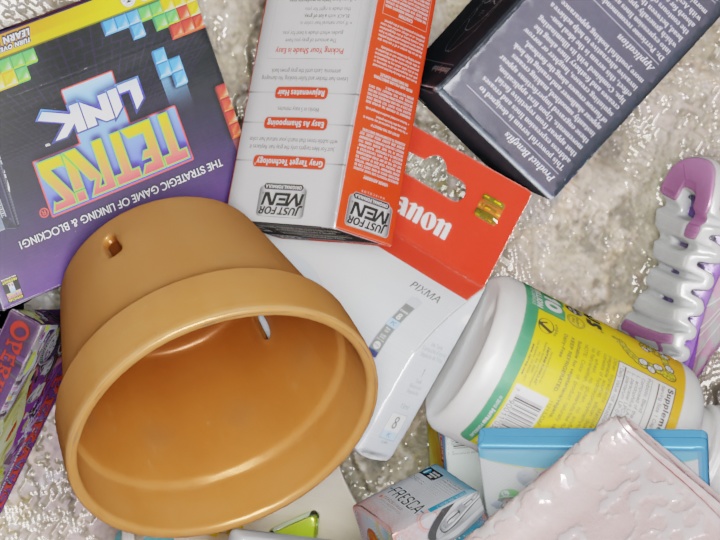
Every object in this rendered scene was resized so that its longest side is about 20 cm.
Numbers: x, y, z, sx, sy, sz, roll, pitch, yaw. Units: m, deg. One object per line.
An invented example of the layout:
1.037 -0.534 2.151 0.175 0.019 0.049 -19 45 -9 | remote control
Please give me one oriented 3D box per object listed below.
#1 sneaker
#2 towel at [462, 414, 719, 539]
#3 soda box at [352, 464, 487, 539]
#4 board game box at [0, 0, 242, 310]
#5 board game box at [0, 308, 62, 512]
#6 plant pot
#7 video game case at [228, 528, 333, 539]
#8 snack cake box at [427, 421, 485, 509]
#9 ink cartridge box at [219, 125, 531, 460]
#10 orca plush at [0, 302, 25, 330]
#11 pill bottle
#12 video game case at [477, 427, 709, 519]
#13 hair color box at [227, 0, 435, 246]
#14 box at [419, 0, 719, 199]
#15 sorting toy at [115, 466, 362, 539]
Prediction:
0.237 0.026 1.641 0.088 0.080 0.201 13 100 -29 | sneaker
0.147 0.203 1.483 0.200 0.032 0.191 -42 119 15 | towel
0.062 0.232 1.544 0.068 0.064 0.201 -25 113 -18 | soda box
-0.180 -0.087 1.536 0.199 0.057 0.166 -25 101 -25 | board game box
-0.244 0.119 1.555 0.032 0.120 0.201 26 94 4 | board game box
-0.104 0.049 1.483 0.199 0.140 0.201 -14 138 -13 | plant pot
-0.014 0.269 1.563 0.199 0.023 0.183 10 98 -28 | video game case
0.111 0.175 1.642 0.114 0.067 0.201 -5 99 -10 | snack cake box
0.000 0.000 1.562 0.047 0.160 0.201 22 98 -55 | ink cartridge box
-0.277 -0.004 1.557 0.199 0.071 0.106 2 97 -9 | orca plush
0.152 0.093 1.547 0.199 0.113 0.113 26 93 -11 | pill bottle
0.155 0.175 1.531 0.142 0.018 0.201 0 133 10 | video game case
-0.017 -0.121 1.540 0.061 0.101 0.201 18 81 -48 | hair color box
0.139 -0.159 1.559 0.107 0.148 0.200 43 90 -11 | box
-0.085 0.157 1.599 0.199 0.107 0.181 3 83 -27 | sorting toy
